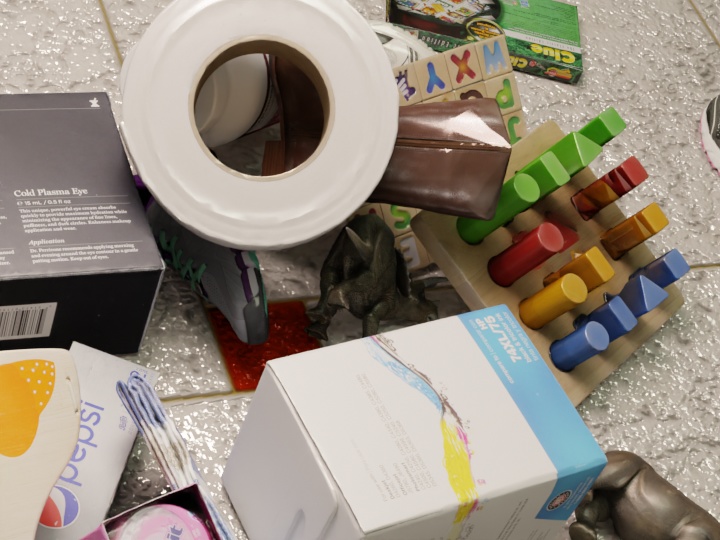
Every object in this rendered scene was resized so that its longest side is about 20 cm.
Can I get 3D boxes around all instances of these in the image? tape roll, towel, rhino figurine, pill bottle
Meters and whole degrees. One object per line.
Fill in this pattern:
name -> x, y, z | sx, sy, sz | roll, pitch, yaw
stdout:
tape roll -> -0.074, -0.115, 1.179 | 0.202, 0.071, 0.203 | 0, 89, -5
towel -> -0.090, 0.169, 1.051 | 0.024, 0.147, 0.200 | -32, 60, -6
rhino figurine -> 0.241, 0.206, 1.199 | 0.200, 0.060, 0.087 | 36, 36, 8
pill bottle -> -0.112, -0.164, 1.320 | 0.113, 0.113, 0.200 | 34, 24, 11

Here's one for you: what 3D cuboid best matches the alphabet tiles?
alphabet tiles -> 0.064, -0.094, 1.357 | 0.200, 0.008, 0.168 | -21, 103, -30

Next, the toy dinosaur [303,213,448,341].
toy dinosaur -> 0.000, 0.000, 1.246 | 0.077, 0.200, 0.103 | 11, 64, 25

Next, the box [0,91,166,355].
box -> -0.268, -0.032, 1.185 | 0.199, 0.104, 0.182 | -3, 52, -25

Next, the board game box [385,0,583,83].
board game box -> 0.122, -0.247, 1.595 | 0.199, 0.023, 0.105 | 13, 44, -10

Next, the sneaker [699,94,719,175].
sneaker -> 0.402, -0.104, 1.529 | 0.080, 0.086, 0.200 | -8, 52, -29

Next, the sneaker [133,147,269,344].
sneaker -> -0.132, -0.010, 1.258 | 0.087, 0.075, 0.200 | -15, 47, -11

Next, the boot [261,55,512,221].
boot -> 0.028, -0.131, 1.251 | 0.199, 0.064, 0.187 | 1, 84, 21

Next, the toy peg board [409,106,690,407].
toy peg board -> 0.180, -0.021, 1.314 | 0.200, 0.098, 0.199 | -36, 89, -40

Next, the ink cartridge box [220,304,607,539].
ink cartridge box -> 0.032, 0.139, 1.117 | 0.199, 0.147, 0.146 | -12, 55, -31

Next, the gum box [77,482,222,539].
gum box -> -0.099, 0.237, 0.953 | 0.066, 0.113, 0.200 | -22, 83, -27

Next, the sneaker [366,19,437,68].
sneaker -> 0.045, -0.130, 1.383 | 0.200, 0.076, 0.088 | 41, 51, -18

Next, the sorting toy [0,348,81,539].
sorting toy -> -0.267, 0.157, 0.973 | 0.107, 0.200, 0.181 | 13, 62, -63

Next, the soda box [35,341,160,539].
soda box -> -0.198, 0.146, 1.077 | 0.068, 0.064, 0.200 | 20, 45, -5
